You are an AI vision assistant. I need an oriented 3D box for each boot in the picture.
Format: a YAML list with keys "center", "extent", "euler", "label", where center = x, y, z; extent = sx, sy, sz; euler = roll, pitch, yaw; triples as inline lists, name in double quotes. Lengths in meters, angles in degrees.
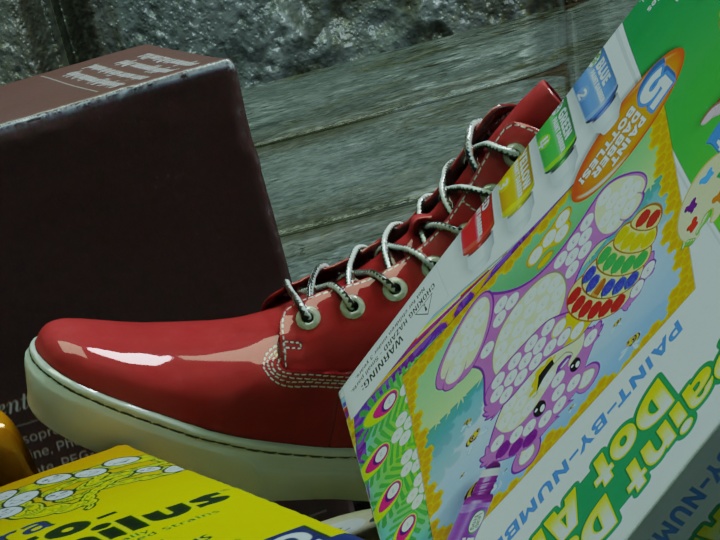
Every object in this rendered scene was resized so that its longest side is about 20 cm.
- center: [0.000, 0.000, 0.895]
  extent: [0.200, 0.144, 0.072]
  euler: [8, 21, -17]
  label: "boot"

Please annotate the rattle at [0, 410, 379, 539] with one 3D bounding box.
- center: [-0.043, 0.072, 0.956]
  extent: [0.200, 0.143, 0.130]
  euler: [-25, -6, -19]
  label: "rattle"

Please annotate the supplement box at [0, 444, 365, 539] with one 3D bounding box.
- center: [-0.067, 0.124, 0.762]
  extent: [0.109, 0.110, 0.200]
  euler: [-19, 10, -20]
  label: "supplement box"

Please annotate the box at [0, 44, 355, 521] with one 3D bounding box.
- center: [-0.115, 0.032, 1.086]
  extent: [0.164, 0.200, 0.166]
  euler: [-17, 11, -12]
  label: "box"

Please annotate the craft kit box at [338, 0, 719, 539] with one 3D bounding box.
- center: [0.078, 0.010, 0.724]
  extent: [0.200, 0.049, 0.198]
  euler: [-53, 23, 15]
  label: "craft kit box"
